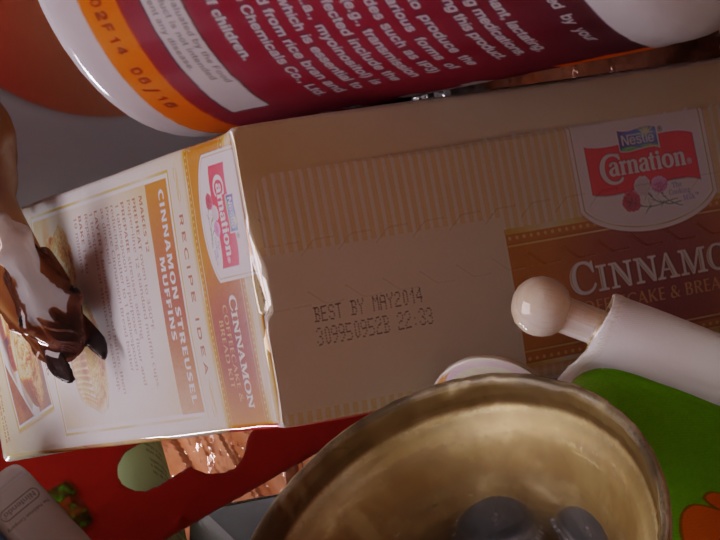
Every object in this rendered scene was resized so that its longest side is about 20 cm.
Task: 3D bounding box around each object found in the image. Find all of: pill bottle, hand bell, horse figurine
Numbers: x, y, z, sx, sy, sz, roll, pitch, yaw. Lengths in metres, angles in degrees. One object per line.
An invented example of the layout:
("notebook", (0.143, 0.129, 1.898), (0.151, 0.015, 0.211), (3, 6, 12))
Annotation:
("pill bottle", (0.027, -0.100, 0.643), (0.199, 0.113, 0.114), (-9, 90, 33))
("hand bell", (0.060, 0.124, 0.654), (0.104, 0.104, 0.200), (48, 175, 48))
("horse figurine", (-0.144, -0.041, 0.765), (0.200, 0.050, 0.133), (3, 127, 51))

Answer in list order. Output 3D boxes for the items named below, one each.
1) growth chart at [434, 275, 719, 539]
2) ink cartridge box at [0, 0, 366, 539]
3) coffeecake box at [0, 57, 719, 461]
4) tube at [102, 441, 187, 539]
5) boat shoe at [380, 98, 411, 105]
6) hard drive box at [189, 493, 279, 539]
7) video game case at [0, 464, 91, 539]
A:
("growth chart", (0.071, 0.092, 0.676), (0.018, 0.144, 0.201), (-79, 4, -53))
("ink cartridge box", (-0.087, -0.019, 0.859), (0.200, 0.162, 0.050), (56, 161, 18))
("coffeecake box", (0.000, 0.000, 0.751), (0.200, 0.153, 0.073), (-13, 87, 64))
("tube", (-0.076, 0.090, 0.884), (0.052, 0.058, 0.200), (-39, 47, 16))
("boat shoe", (-0.001, -0.111, 0.791), (0.069, 0.056, 0.200), (55, 149, 29))
("hard drive box", (0.020, 0.175, 0.851), (0.200, 0.076, 0.157), (34, 127, 57))
("video game case", (-0.073, 0.169, 0.836), (0.182, 0.022, 0.200), (46, 144, 8))
